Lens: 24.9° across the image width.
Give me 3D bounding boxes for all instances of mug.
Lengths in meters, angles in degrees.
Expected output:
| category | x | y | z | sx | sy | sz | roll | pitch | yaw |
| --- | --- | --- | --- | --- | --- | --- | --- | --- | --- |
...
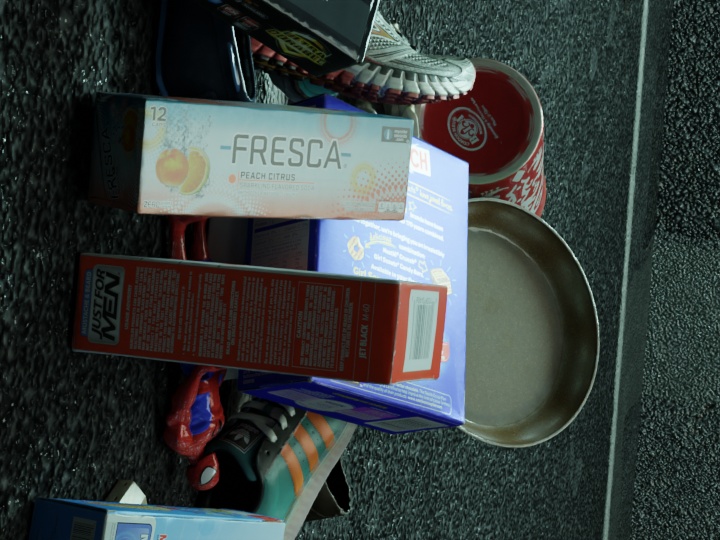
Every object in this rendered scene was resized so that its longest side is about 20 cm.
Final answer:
| category | x | y | z | sx | sy | sz | roll | pitch | yaw |
| --- | --- | --- | --- | --- | --- | --- | --- | --- | --- |
| mug | 0.078 | -0.104 | 1.397 | 0.200 | 0.177 | 0.134 | 78 | 37 | -77 |

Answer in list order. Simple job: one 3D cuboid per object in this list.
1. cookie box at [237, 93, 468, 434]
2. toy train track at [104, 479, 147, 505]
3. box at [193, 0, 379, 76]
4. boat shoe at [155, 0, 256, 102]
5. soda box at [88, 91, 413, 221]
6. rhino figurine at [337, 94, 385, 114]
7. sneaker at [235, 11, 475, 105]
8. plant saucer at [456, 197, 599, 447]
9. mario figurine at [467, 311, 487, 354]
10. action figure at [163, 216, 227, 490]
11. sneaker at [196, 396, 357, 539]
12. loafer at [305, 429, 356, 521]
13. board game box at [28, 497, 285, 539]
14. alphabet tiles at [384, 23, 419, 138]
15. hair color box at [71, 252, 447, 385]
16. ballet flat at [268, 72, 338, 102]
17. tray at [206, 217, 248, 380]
| category | x | y | z | sx | sy | sz | roll | pitch | yaw |
| --- | --- | --- | --- | --- | --- | --- | --- | --- | --- |
| cookie box | 0.000 | 0.000 | 1.148 | 0.171 | 0.075 | 0.201 | 21 | 66 | -47 |
| toy train track | -0.137 | 0.226 | 1.089 | 0.115 | 0.032 | 0.201 | -58 | 149 | -52 |
| box | -0.065 | -0.229 | 0.954 | 0.200 | 0.046 | 0.159 | 29 | 65 | -33 |
| boat shoe | -0.082 | -0.200 | 1.035 | 0.084 | 0.068 | 0.201 | -29 | 124 | -68 |
| soda box | -0.064 | -0.068 | 0.997 | 0.199 | 0.063 | 0.069 | 1 | 98 | -38 |
| rhino figurine | -0.006 | -0.060 | 1.328 | 0.088 | 0.060 | 0.201 | -88 | 177 | -60 |
| sneaker | -0.004 | -0.164 | 1.118 | 0.199 | 0.078 | 0.082 | 15 | 88 | -29 |
| plant saucer | 0.105 | 0.042 | 1.299 | 0.200 | 0.032 | 0.201 | 9 | 74 | -31 |
| mario figurine | 0.073 | 0.044 | 1.406 | 0.106 | 0.123 | 0.200 | -48 | -162 | -4 |
| action figure | -0.106 | 0.053 | 1.100 | 0.065 | 0.051 | 0.201 | -43 | 139 | -70 |
| sneaker | -0.061 | 0.120 | 1.180 | 0.080 | 0.071 | 0.201 | 33 | 77 | -50 |
| loafer | -0.035 | 0.111 | 1.290 | 0.073 | 0.071 | 0.201 | -54 | 146 | -55 |
| board game box | -0.134 | 0.245 | 1.007 | 0.196 | 0.056 | 0.201 | 19 | 78 | -60 |
| alphabet tiles | 0.026 | -0.097 | 1.353 | 0.196 | 0.015 | 0.201 | 138 | -51 | -80 |
| hair color box | -0.058 | 0.029 | 0.982 | 0.111 | 0.199 | 0.064 | 5 | 91 | -72 |
| ballet flat | -0.040 | -0.219 | 1.173 | 0.073 | 0.073 | 0.201 | -19 | 113 | -70 |
| tray | -0.074 | -0.019 | 1.177 | 0.107 | 0.022 | 0.201 | 0 | 97 | -63 |
